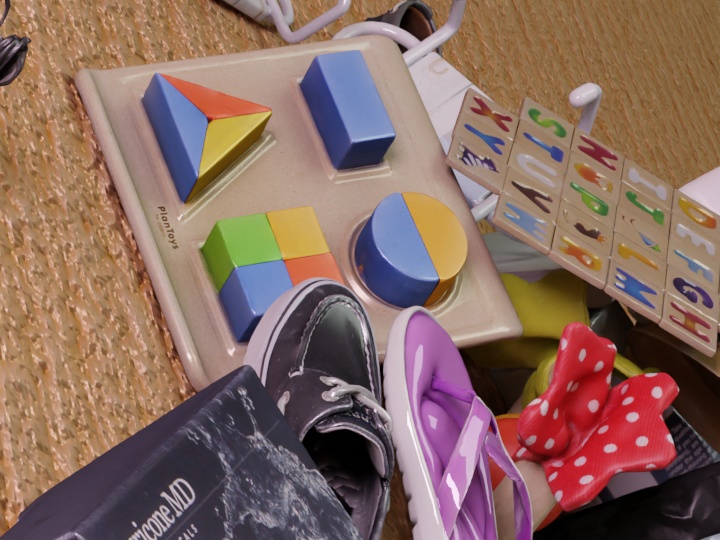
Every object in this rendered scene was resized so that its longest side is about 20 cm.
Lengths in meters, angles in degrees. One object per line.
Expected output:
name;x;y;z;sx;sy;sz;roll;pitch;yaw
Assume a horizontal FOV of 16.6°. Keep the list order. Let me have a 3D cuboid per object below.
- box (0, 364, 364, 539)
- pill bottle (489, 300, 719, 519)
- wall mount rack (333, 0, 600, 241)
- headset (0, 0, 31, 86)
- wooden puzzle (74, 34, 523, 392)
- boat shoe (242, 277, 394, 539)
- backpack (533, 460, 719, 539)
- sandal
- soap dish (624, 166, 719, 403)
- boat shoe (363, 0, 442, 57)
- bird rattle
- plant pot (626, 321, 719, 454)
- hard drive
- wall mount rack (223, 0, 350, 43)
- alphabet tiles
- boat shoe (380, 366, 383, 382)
box;-0.056;0.166;0.865;0.201;0.117;0.197;56;19;-4
pill bottle;0.169;0.118;1.487;0.201;0.119;0.120;56;19;-9
wall mount rack;0.040;-0.089;1.456;0.200;0.173;0.075;42;-32;22
headset;-0.220;-0.110;0.975;0.199;0.094;0.124;19;45;-39
wooden puzzle;-0.024;-0.038;1.220;0.199;0.046;0.186;-8;63;-32
boat shoe;-0.015;0.079;1.088;0.071;0.068;0.201;31;47;-22
backpack;0.171;0.218;1.324;0.126;0.166;0.201;-8;78;-60
sandal;0.057;0.110;1.143;0.082;0.050;0.204;31;45;-57
soap dish;0.248;-0.010;1.469;0.081;0.157;0.200;56;27;-13
boat shoe;0.031;-0.092;1.542;0.072;0.067;0.201;44;26;-41
bird rattle;0.100;0.094;1.286;0.112;0.164;0.200;30;17;-14
plant pot;0.228;0.092;1.343;0.200;0.028;0.200;42;-7;7
hard drive;0.111;-0.001;1.511;0.200;0.131;0.026;-27;112;-71
wall mount rack;-0.080;-0.229;1.457;0.200;0.074;0.175;23;39;-61
alphabet tiles;0.135;-0.027;1.310;0.199;0.006;0.167;31;26;-5
boat shoe;0.000;0.000;1.284;0.075;0.092;0.201;42;25;-38
